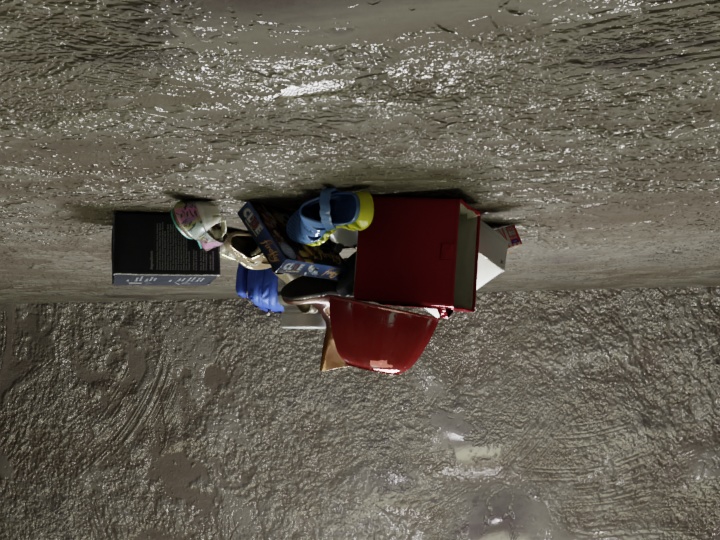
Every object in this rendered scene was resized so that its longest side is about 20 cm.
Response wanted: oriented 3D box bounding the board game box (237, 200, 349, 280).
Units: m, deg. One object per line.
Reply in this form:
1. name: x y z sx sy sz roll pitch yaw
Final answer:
1. board game box: -0.116 -0.051 1.641 0.035 0.136 0.199 -44 156 20

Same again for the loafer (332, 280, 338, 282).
1. loafer: -0.041 0.051 1.855 0.200 0.073 0.072 46 163 -18

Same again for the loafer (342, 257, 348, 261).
1. loafer: 0.016 0.014 1.857 0.074 0.070 0.199 5 -179 -28

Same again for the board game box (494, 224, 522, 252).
1. board game box: 0.219 -0.022 1.933 0.149 0.047 0.200 -14 166 -33

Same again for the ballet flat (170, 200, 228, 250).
1. ballet flat: -0.271 -0.083 1.614 0.070 0.070 0.200 -19 167 1

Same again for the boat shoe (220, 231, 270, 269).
1. boat shoe: -0.229 -0.045 1.977 0.064 0.074 0.198 -3 168 37

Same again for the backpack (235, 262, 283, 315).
1. backpack: -0.209 0.022 2.171 0.164 0.166 0.200 3 175 -2

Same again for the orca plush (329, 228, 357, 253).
1. orca plush: -0.016 -0.094 1.684 0.198 0.106 0.071 -9 -132 -48

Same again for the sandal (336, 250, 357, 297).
1. sandal: -0.001 0.001 1.745 0.076 0.043 0.201 -33 -165 29

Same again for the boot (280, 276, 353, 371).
1. boot: -0.069 0.104 1.809 0.185 0.203 0.069 -12 -145 -27

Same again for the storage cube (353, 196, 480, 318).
1. storage cube: 0.100 -0.024 1.595 0.176 0.205 0.171 4 177 20

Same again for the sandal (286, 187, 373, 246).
1. sandal: -0.067 -0.094 1.519 0.086 0.081 0.199 9 161 -37

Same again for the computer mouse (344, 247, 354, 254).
1. computer mouse: -0.026 -0.064 1.853 0.196 0.047 0.141 -9 157 -3

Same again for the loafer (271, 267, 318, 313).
1. loafer: -0.135 0.000 1.801 0.067 0.203 0.075 -32 -156 -33

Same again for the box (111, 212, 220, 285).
1. box: -0.377 -0.037 1.784 0.196 0.120 0.196 0 174 -16

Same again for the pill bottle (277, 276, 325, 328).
1. pill bottle: -0.117 0.017 1.924 0.111 0.205 0.113 1 175 0

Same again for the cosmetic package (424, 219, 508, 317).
1. cosmetic package: 0.178 -0.007 1.773 0.107 0.086 0.199 36 133 -17

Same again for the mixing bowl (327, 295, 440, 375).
1. mixing bowl: 0.030 0.114 1.579 0.196 0.111 0.200 12 179 0
